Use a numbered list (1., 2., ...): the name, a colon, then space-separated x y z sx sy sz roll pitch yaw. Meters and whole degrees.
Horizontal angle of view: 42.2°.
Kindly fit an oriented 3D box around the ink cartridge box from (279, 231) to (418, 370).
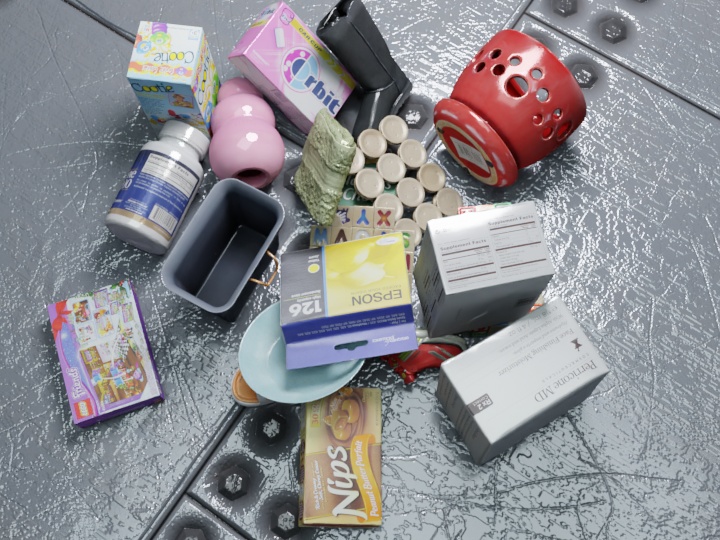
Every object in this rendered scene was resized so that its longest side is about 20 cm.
1. ink cartridge box: -0.022 0.041 1.381 0.196 0.047 0.201 -10 46 4

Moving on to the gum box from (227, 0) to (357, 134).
1. gum box: -0.105 -0.327 1.539 0.200 0.066 0.114 43 73 -28

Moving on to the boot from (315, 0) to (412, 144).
1. boot: -0.007 -0.319 1.515 0.065 0.200 0.166 8 60 38

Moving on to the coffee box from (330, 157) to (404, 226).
1. coffee box: 0.006 -0.094 1.516 0.122 0.044 0.201 7 71 3

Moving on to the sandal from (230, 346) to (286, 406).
1. sandal: -0.102 0.149 1.428 0.205 0.059 0.080 -14 71 -3

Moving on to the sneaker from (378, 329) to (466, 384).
1. sneaker: 0.063 0.129 1.421 0.198 0.077 0.086 5 83 1

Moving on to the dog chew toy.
1. dog chew toy: -0.192 -0.234 1.537 0.124 0.125 0.201 -9 63 -1

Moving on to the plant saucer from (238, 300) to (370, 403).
1. plant saucer: -0.080 0.121 1.381 0.199 0.039 0.202 -7 49 8

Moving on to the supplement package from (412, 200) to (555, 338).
1. supplement package: 0.169 0.003 1.328 0.155 0.200 0.112 -11 71 -7

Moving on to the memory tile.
1. memory tile: 0.063 -0.143 1.501 0.153 0.017 0.200 -38 90 -27

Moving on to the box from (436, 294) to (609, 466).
1. box: 0.225 0.163 1.338 0.198 0.200 0.131 -30 72 -9

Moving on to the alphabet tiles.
1. alphabet tiles: 0.000 0.000 1.463 0.165 0.006 0.202 4 95 3

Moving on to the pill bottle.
1. pill bottle: -0.322 -0.137 1.508 0.110 0.111 0.201 20 72 9

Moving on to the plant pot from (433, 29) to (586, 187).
1. plant pot: 0.228 -0.251 1.484 0.182 0.201 0.200 -43 75 -9

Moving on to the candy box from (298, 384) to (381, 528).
1. candy box: -0.030 0.274 1.373 0.115 0.055 0.202 4 71 -11

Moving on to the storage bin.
1. storage bin: -0.194 -0.015 1.449 0.145 0.134 0.201 26 74 11

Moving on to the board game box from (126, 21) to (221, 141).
1. board game box: -0.296 -0.301 1.517 0.104 0.200 0.104 7 71 4

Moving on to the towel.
1. towel: -0.060 -0.163 1.457 0.036 0.200 0.149 11 111 -21

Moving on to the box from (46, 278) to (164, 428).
1. box: -0.399 0.128 1.457 0.136 0.039 0.201 -18 71 -5

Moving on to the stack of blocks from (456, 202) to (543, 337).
1. stack of blocks: 0.219 -0.003 1.470 0.114 0.059 0.201 -5 71 0
